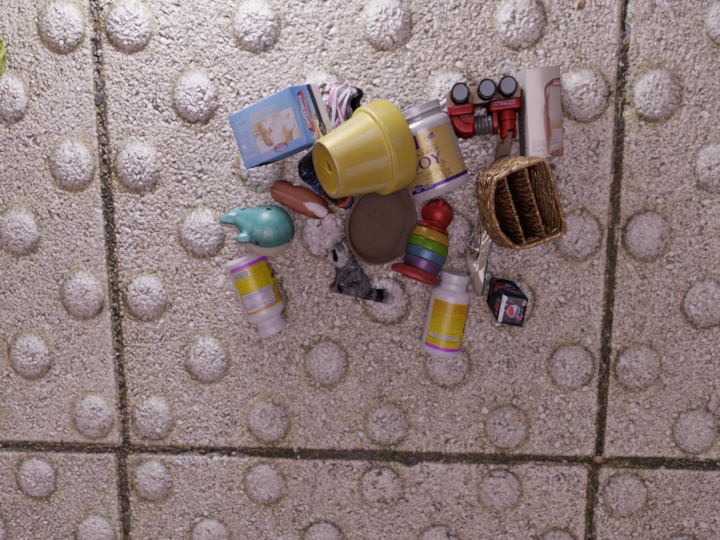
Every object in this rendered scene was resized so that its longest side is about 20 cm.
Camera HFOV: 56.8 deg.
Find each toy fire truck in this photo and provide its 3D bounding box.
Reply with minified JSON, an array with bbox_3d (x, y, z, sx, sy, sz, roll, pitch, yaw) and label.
[{"bbox_3d":[0.297,-0.338,1.589,0.170,0.129,0.207,-6,90,5],"label":"toy fire truck"}]

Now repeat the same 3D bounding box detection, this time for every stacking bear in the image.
[{"bbox_3d":[0.168,-0.076,1.636,0.111,0.121,0.206,18,88,26],"label":"stacking bear"}]

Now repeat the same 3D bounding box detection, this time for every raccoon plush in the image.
[{"bbox_3d":[0.000,0.000,1.691,0.195,0.096,0.139,13,87,-29],"label":"raccoon plush"}]

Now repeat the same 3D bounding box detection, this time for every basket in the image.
[{"bbox_3d":[0.366,-0.151,1.550,0.141,0.148,0.205,-31,114,-20],"label":"basket"}]

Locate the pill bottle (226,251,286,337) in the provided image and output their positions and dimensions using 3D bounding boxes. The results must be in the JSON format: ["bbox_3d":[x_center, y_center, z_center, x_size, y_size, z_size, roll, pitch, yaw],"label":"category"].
[{"bbox_3d":[-0.257,0.058,1.680,0.101,0.104,0.205,-20,99,7],"label":"pill bottle"}]

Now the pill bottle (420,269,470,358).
[{"bbox_3d":[0.217,0.106,1.665,0.101,0.104,0.207,11,101,1],"label":"pill bottle"}]

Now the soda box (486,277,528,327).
[{"bbox_3d":[0.350,0.072,1.602,0.061,0.200,0.073,9,101,1],"label":"soda box"}]

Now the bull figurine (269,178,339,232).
[{"bbox_3d":[-0.129,-0.165,1.631,0.196,0.122,0.066,30,101,-2],"label":"bull figurine"}]

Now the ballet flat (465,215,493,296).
[{"bbox_3d":[0.293,-0.041,1.657,0.067,0.069,0.207,12,92,1],"label":"ballet flat"}]

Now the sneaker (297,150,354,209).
[{"bbox_3d":[-0.085,-0.212,1.624,0.075,0.078,0.201,-41,62,4],"label":"sneaker"}]

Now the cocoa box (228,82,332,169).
[{"bbox_3d":[-0.186,-0.337,1.565,0.195,0.131,0.137,-15,98,32],"label":"cocoa box"}]

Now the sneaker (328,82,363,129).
[{"bbox_3d":[-0.032,-0.345,1.601,0.084,0.080,0.207,7,103,30],"label":"sneaker"}]

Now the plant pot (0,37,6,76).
[{"bbox_3d":[-0.968,-0.526,1.600,0.179,0.201,0.206,17,101,-11],"label":"plant pot"}]

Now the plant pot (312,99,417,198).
[{"bbox_3d":[0.000,-0.257,1.495,0.185,0.200,0.206,-23,99,-23],"label":"plant pot"}]

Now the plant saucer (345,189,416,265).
[{"bbox_3d":[0.049,-0.114,1.638,0.194,0.029,0.207,-9,113,-23],"label":"plant saucer"}]

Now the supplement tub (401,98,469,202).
[{"bbox_3d":[0.159,-0.278,1.555,0.142,0.146,0.205,-21,97,7],"label":"supplement tub"}]

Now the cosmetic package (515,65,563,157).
[{"bbox_3d":[0.422,-0.370,1.573,0.084,0.104,0.207,-5,101,3],"label":"cosmetic package"}]

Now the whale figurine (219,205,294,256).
[{"bbox_3d":[-0.253,-0.119,1.633,0.196,0.159,0.106,25,131,22],"label":"whale figurine"}]
